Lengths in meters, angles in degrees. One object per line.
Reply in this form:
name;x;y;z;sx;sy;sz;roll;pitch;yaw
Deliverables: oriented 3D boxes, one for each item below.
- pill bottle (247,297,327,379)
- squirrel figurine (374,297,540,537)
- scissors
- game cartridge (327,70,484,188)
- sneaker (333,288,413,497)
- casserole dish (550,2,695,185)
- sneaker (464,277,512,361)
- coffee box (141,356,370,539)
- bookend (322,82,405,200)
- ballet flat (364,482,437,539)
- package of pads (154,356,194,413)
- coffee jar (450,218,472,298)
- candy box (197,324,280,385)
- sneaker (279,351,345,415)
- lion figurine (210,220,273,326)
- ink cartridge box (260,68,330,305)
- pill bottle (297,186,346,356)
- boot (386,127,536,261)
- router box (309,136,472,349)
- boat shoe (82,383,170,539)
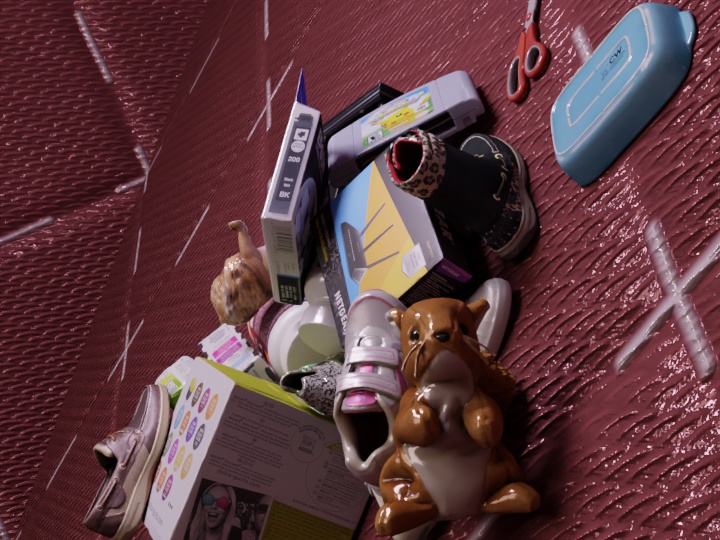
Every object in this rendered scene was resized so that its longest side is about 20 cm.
pill bottle;-0.070;0.084;1.678;0.115;0.113;0.200;-66;19;5
squirrel figurine;0.075;0.118;1.183;0.200;0.140;0.189;-7;-93;-83
scissors;0.190;-0.278;1.532;0.073;0.014;0.201;-50;28;45
game cartridge;0.050;-0.171;1.589;0.199;0.041;0.134;-27;19;9
sneaker;0.017;0.112;1.271;0.081;0.088;0.202;-12;73;21
casserole dish;0.239;-0.171;1.261;0.200;0.039;0.122;-50;27;38
sneaker;0.077;0.085;1.342;0.201;0.084;0.073;-59;20;20
coffee box;-0.116;0.233;1.511;0.199;0.199;0.199;-67;19;-3
bookend;-0.002;-0.110;1.738;0.198;0.091;0.202;-24;48;62
ballet flat;0.032;0.217;1.360;0.070;0.069;0.200;-63;21;13
package of pads;-0.171;0.204;1.685;0.068;0.201;0.154;-40;14;-10
coffee jar;0.062;0.005;1.461;0.104;0.085;0.202;-23;48;60
candy box;-0.135;0.152;1.728;0.061;0.137;0.200;-39;19;-6
sneaker;-0.044;0.119;1.445;0.200;0.088;0.078;173;111;-78
lion figurine;-0.097;-0.014;1.658;0.072;0.198;0.124;164;89;-81
ink cartridge box;-0.066;-0.092;1.534;0.199;0.043;0.202;87;-166;-62
pill bottle;0.000;0.000;1.553;0.112;0.112;0.201;-31;32;58
boot;0.098;-0.110;1.379;0.074;0.153;0.204;-48;28;23
router box;0.027;-0.024;1.400;0.149;0.051;0.201;-42;39;22
boat shoe;-0.275;0.215;1.548;0.072;0.071;0.202;-42;30;54
